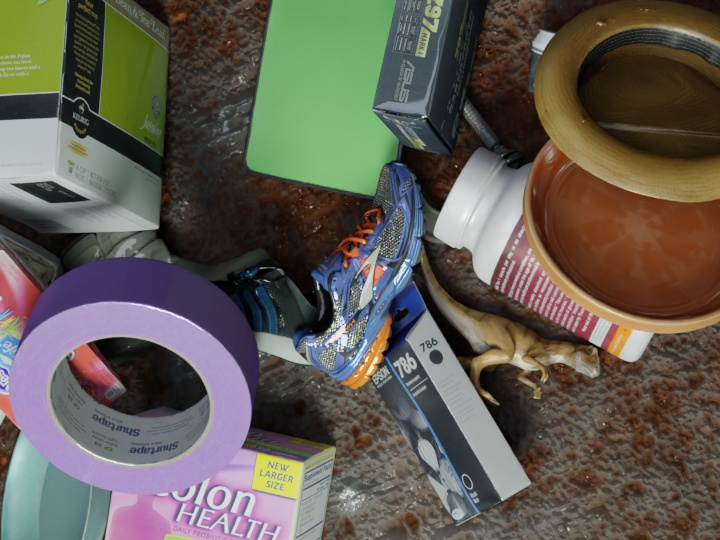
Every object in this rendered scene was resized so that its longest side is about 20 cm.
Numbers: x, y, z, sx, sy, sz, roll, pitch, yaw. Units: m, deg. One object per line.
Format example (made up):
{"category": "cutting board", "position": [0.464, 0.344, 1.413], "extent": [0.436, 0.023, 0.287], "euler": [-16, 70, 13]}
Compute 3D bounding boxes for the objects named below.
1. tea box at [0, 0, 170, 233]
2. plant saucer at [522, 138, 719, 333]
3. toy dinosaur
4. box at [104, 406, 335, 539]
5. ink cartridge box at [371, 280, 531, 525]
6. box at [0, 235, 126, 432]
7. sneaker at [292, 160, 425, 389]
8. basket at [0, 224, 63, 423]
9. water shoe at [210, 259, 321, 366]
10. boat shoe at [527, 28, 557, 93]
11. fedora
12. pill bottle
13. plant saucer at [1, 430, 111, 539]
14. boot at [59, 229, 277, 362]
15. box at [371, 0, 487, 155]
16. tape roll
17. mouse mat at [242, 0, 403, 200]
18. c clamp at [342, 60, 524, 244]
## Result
{"category": "tea box", "position": [-0.269, -0.150, 1.426], "extent": [0.133, 0.200, 0.198], "euler": [-1, 78, 19]}
{"category": "plant saucer", "position": [0.225, -0.038, 1.279], "extent": [0.199, 0.032, 0.201], "euler": [4, 58, -6]}
{"category": "toy dinosaur", "position": [0.111, 0.059, 1.412], "extent": [0.199, 0.060, 0.107], "euler": [27, 77, 9]}
{"category": "box", "position": [-0.132, 0.242, 1.465], "extent": [0.175, 0.097, 0.201], "euler": [12, 95, 16]}
{"category": "ink cartridge box", "position": [0.064, 0.116, 1.401], "extent": [0.201, 0.039, 0.099], "euler": [60, 152, 9]}
{"category": "box", "position": [-0.306, 0.051, 1.411], "extent": [0.095, 0.200, 0.103], "euler": [-39, 41, -6]}
{"category": "sneaker", "position": [0.000, 0.000, 1.395], "extent": [0.078, 0.075, 0.201], "euler": [17, 92, -17]}
{"category": "basket", "position": [-0.392, 0.054, 1.532], "extent": [0.135, 0.123, 0.201], "euler": [27, 99, 15]}
{"category": "water shoe", "position": [-0.102, 0.023, 1.414], "extent": [0.071, 0.199, 0.079], "euler": [27, 96, 49]}
{"category": "boat shoe", "position": [0.233, -0.151, 1.353], "extent": [0.199, 0.069, 0.057], "euler": [19, 102, 23]}
{"category": "fedora", "position": [0.230, -0.118, 1.260], "extent": [0.199, 0.082, 0.202], "euler": [1, 61, -1]}
{"category": "pill bottle", "position": [0.167, -0.019, 1.344], "extent": [0.199, 0.113, 0.113], "euler": [29, 100, 9]}
{"category": "plant saucer", "position": [-0.277, 0.212, 1.502], "extent": [0.200, 0.036, 0.201], "euler": [-24, 61, 51]}
{"category": "boot", "position": [-0.182, -0.010, 1.494], "extent": [0.199, 0.068, 0.131], "euler": [-26, 78, 16]}
{"category": "box", "position": [0.066, -0.207, 1.336], "extent": [0.051, 0.158, 0.201], "euler": [11, 86, 13]}
{"category": "tape roll", "position": [-0.185, 0.089, 1.339], "extent": [0.199, 0.066, 0.201], "euler": [2, 124, 3]}
{"category": "mouse mat", "position": [-0.024, -0.172, 1.452], "extent": [0.160, 0.008, 0.201], "euler": [13, 97, 26]}
{"category": "c clamp", "position": [0.071, -0.133, 1.423], "extent": [0.170, 0.027, 0.201], "euler": [-33, 81, 16]}
